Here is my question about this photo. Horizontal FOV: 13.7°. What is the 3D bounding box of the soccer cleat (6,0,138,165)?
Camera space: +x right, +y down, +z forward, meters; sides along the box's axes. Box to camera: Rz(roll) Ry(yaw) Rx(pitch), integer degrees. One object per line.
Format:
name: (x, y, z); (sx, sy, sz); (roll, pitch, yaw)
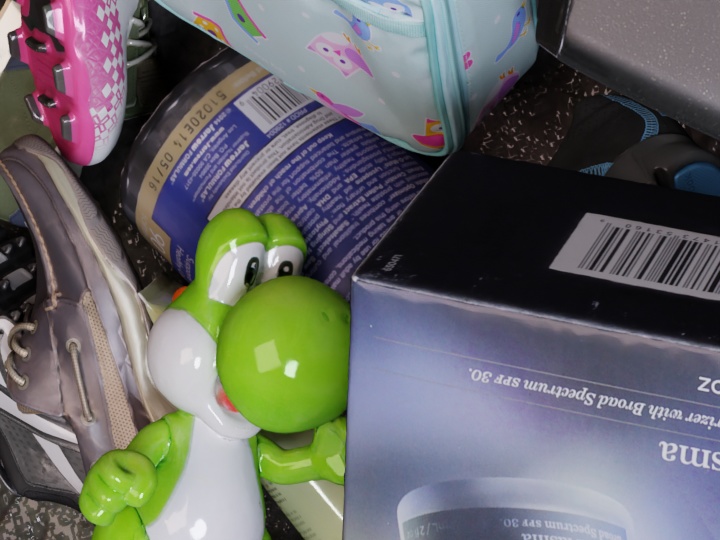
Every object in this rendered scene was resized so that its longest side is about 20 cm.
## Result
soccer cleat: (-0.111, -0.147, 1.296); (0.070, 0.086, 0.201); (22, 123, 62)

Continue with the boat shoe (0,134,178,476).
boat shoe: (-0.119, 0.039, 1.291); (0.073, 0.075, 0.201); (-25, 84, -3)

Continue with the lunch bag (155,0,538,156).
lunch bag: (-0.027, -0.141, 1.193); (0.200, 0.161, 0.077); (32, 72, 21)

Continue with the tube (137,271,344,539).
tube: (-0.024, 0.079, 1.282); (0.200, 0.052, 0.058); (48, 146, -1)

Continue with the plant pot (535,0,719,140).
plant pot: (0.163, -0.129, 1.090); (0.176, 0.200, 0.201); (10, 97, -2)

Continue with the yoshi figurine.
yoshi figurine: (-0.051, 0.079, 1.193); (0.111, 0.112, 0.201); (15, 100, 14)

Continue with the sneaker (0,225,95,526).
sneaker: (-0.151, 0.057, 1.372); (0.200, 0.066, 0.091); (43, 116, 7)

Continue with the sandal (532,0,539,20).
sandal: (0.085, -0.172, 1.256); (0.079, 0.059, 0.207); (-39, 51, 17)

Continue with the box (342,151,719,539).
box: (0.103, 0.085, 1.043); (0.199, 0.123, 0.199); (10, 117, 17)

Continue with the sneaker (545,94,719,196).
sneaker: (0.071, 0.024, 1.167); (0.200, 0.073, 0.082); (-54, 37, 14)

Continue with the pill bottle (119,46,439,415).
pill bottle: (0.000, 0.000, 1.270); (0.200, 0.112, 0.112); (44, 111, 22)

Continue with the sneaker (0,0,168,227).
sneaker: (-0.117, -0.106, 1.368); (0.090, 0.067, 0.201); (34, 103, 11)
